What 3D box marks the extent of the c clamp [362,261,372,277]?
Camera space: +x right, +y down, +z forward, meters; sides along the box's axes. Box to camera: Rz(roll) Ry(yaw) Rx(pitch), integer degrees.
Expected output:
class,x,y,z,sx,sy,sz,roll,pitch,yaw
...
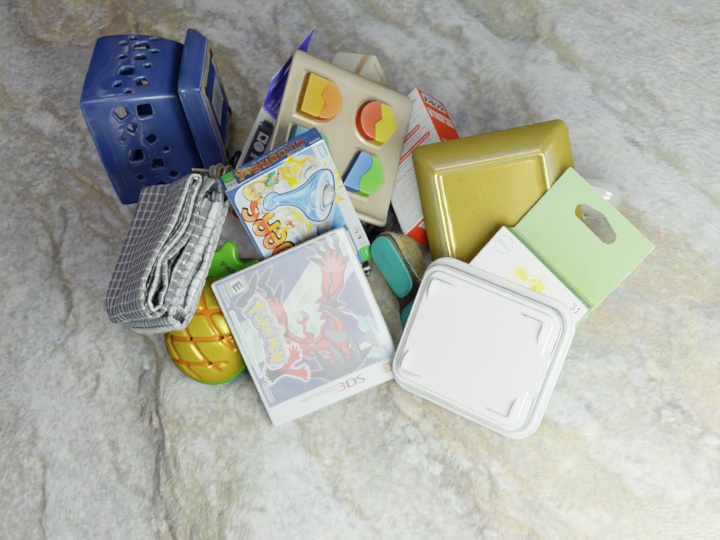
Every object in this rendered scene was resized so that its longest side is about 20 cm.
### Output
class,x,y,z,sx,sy,sz,roll,pitch,yaw
c clamp,-0.065,0.049,1.389,0.199,0.027,0.171,-27,55,-1

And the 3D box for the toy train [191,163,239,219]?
class,x,y,z,sx,sy,sz,roll,pitch,yaw
toy train,-0.117,-0.088,1.348,0.116,0.200,0.085,35,106,36

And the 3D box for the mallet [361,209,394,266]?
class,x,y,z,sx,sy,sz,roll,pitch,yaw
mallet,0.000,0.000,1.365,0.066,0.041,0.200,25,64,31

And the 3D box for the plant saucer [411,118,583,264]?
class,x,y,z,sx,sy,sz,roll,pitch,yaw
plant saucer,0.172,-0.071,1.281,0.199,0.201,0.048,-9,9,16

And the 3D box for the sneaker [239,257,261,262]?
class,x,y,z,sx,sy,sz,roll,pitch,yaw
sneaker,-0.222,-0.008,1.426,0.199,0.121,0.084,-9,53,16

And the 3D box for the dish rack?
class,x,y,z,sx,sy,sz,roll,pitch,yaw
dish rack,0.135,0.089,1.205,0.199,0.044,0.172,23,96,25

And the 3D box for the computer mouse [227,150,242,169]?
class,x,y,z,sx,sy,sz,roll,pitch,yaw
computer mouse,-0.145,-0.111,1.522,0.199,0.044,0.110,21,65,33

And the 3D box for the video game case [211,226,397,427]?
class,x,y,z,sx,sy,sz,roll,pitch,yaw
video game case,-0.065,0.072,1.284,0.182,0.201,0.023,-23,5,4

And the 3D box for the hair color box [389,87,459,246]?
class,x,y,z,sx,sy,sz,roll,pitch,yaw
hair color box,0.088,-0.142,1.414,0.111,0.064,0.200,-44,45,28

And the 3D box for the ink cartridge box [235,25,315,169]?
class,x,y,z,sx,sy,sz,roll,pitch,yaw
ink cartridge box,-0.113,-0.226,1.470,0.043,0.200,0.198,27,38,-2

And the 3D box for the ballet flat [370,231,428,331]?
class,x,y,z,sx,sy,sz,roll,pitch,yaw
ballet flat,0.078,0.037,1.309,0.070,0.071,0.201,-25,68,2

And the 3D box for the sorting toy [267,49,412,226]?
class,x,y,z,sx,sy,sz,roll,pitch,yaw
sorting toy,-0.024,-0.177,1.363,0.036,0.185,0.201,-19,57,61

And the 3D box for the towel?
class,x,y,z,sx,sy,sz,roll,pitch,yaw
towel,-0.244,-0.024,1.287,0.165,0.085,0.201,-14,56,61

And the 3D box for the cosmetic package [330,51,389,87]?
class,x,y,z,sx,sy,sz,roll,pitch,yaw
cosmetic package,-0.032,-0.214,1.514,0.071,0.105,0.200,12,63,31

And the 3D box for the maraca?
class,x,y,z,sx,sy,sz,roll,pitch,yaw
maraca,-0.188,0.059,1.345,0.137,0.107,0.201,31,112,11

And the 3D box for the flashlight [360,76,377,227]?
class,x,y,z,sx,sy,sz,roll,pitch,yaw
flashlight,-0.006,-0.163,1.443,0.068,0.068,0.201,-3,77,58

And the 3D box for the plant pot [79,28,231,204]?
class,x,y,z,sx,sy,sz,roll,pitch,yaw
plant pot,-0.302,-0.244,1.577,0.179,0.200,0.200,-10,43,6

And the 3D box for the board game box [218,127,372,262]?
class,x,y,z,sx,sy,sz,roll,pitch,yaw
board game box,-0.076,-0.065,1.291,0.135,0.200,0.034,-29,41,-3

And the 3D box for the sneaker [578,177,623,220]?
class,x,y,z,sx,sy,sz,roll,pitch,yaw
sneaker,0.239,-0.066,1.325,0.199,0.073,0.085,-4,56,33

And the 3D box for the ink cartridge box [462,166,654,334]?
class,x,y,z,sx,sy,sz,roll,pitch,yaw
ink cartridge box,0.223,-0.003,1.214,0.146,0.048,0.200,47,111,19
